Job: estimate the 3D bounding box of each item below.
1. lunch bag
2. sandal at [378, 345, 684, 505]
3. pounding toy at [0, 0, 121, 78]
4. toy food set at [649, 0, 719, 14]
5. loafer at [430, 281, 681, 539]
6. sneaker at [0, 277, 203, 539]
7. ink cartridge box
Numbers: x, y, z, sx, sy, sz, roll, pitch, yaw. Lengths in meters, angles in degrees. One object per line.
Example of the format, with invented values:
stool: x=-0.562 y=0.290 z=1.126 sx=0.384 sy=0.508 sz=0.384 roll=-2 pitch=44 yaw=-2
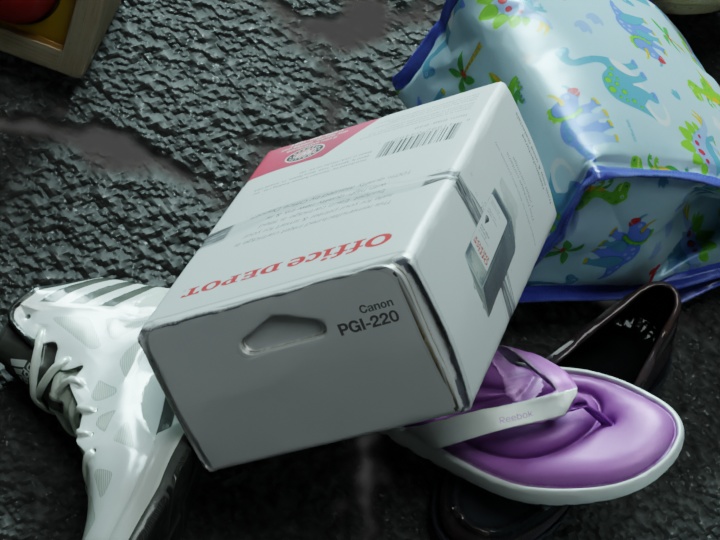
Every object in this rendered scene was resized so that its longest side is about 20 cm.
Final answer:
lunch bag: x=0.143 y=-0.074 z=1.254 sx=0.199 sy=0.128 sz=0.171 roll=-2 pitch=52 yaw=-35
sandal: x=0.062 y=0.064 z=1.116 sx=0.202 sy=0.050 sz=0.083 roll=13 pitch=54 yaw=28
pounding toy: x=-0.223 y=-0.202 z=1.212 sx=0.199 sy=0.185 sz=0.142 roll=19 pitch=36 yaw=-3
toy food set: x=0.158 y=-0.212 z=1.382 sx=0.197 sy=0.049 sz=0.200 roll=-4 pitch=32 yaw=-32
loafer: x=0.105 y=0.071 z=1.164 sx=0.072 sy=0.063 sz=0.200 roll=36 pitch=49 yaw=13
sneaker: x=-0.133 y=0.078 z=1.082 sx=0.115 sy=0.076 sz=0.201 roll=14 pitch=40 yaw=3
ink cartridge box: x=0.000 y=0.000 z=1.078 sx=0.085 sy=0.145 sz=0.200 roll=66 pitch=26 yaw=-18
